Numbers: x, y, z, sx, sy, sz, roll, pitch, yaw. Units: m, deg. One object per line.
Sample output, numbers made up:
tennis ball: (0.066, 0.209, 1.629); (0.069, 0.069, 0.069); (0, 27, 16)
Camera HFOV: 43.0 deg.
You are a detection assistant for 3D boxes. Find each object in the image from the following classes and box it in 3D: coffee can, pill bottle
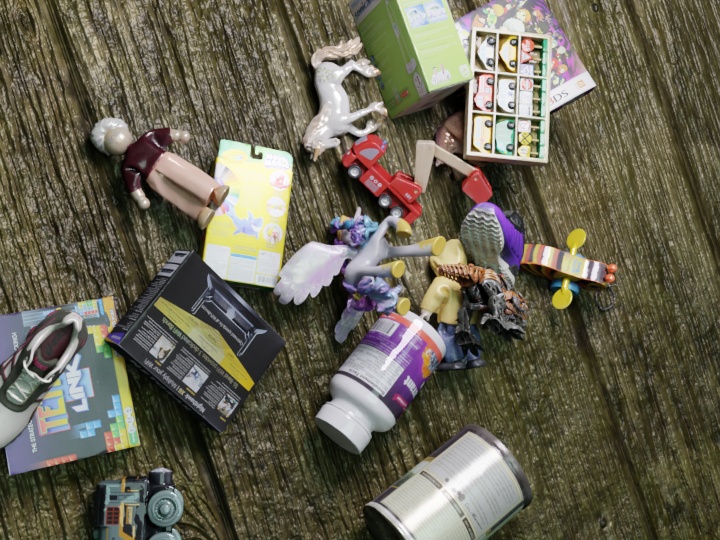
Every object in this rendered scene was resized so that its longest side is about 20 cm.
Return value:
coffee can: (0.125, 0.338, 1.312); (0.200, 0.146, 0.147); (-33, 95, -23)
pill bottle: (0.025, 0.160, 1.316); (0.111, 0.111, 0.200); (43, 70, -11)

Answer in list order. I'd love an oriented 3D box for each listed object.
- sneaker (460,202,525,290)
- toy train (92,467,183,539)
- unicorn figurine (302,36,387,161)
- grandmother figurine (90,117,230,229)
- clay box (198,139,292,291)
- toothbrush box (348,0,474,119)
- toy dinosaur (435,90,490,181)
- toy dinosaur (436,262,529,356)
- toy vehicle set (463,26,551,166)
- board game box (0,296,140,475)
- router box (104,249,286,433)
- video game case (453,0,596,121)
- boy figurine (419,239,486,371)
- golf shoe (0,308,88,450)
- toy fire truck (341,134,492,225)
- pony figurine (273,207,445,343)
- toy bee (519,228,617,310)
sneaker: (0.212, -0.061, 1.407); (0.069, 0.200, 0.100); (18, 65, 26)
toy train: (-0.288, 0.357, 1.180); (0.113, 0.085, 0.201); (3, 83, -10)
unicorn figurine: (-0.031, -0.247, 1.381); (0.137, 0.074, 0.201); (-10, 72, -14)
grandmother figurine: (-0.276, -0.144, 1.245); (0.199, 0.061, 0.122); (32, 71, -1)
clay box: (-0.164, -0.078, 1.307); (0.114, 0.048, 0.201); (10, 78, -19)
toothbrush box: (0.074, -0.353, 1.392); (0.086, 0.146, 0.201); (-22, 90, -23)
toy dinosaur: (0.176, -0.230, 1.453); (0.199, 0.086, 0.136); (-29, 92, -17)
toy dinosaur: (0.179, 0.046, 1.355); (0.199, 0.102, 0.136); (17, 54, -20)
toy vehicle set: (0.222, -0.261, 1.375); (0.124, 0.027, 0.201); (4, 81, -5)
board game box: (-0.386, 0.146, 1.179); (0.165, 0.057, 0.201); (-11, 86, -24)
router box: (-0.216, 0.095, 1.226); (0.200, 0.052, 0.158); (48, 65, -29)
video game case: (0.239, -0.324, 1.420); (0.181, 0.036, 0.201); (-29, 85, -11)
boy figurine: (0.139, 0.054, 1.403); (0.124, 0.064, 0.201); (-5, 83, -30)
golf shoe: (-0.406, 0.129, 1.098); (0.077, 0.088, 0.200); (36, 72, -14)
toy fire truck: (0.086, -0.146, 1.377); (0.200, 0.049, 0.141); (44, 109, -11)
pony figurine: (0.000, 0.000, 1.298); (0.166, 0.200, 0.194); (41, 74, -39)
toy bee: (0.358, -0.004, 1.480); (0.199, 0.109, 0.132); (0, 81, -22)
